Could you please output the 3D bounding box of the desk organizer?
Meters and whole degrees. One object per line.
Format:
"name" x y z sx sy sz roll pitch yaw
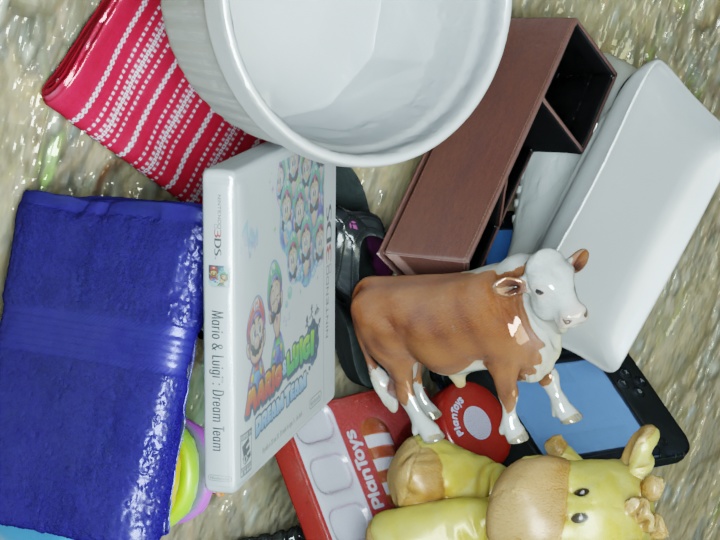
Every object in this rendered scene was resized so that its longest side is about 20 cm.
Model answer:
"desk organizer" 0.096 -0.074 1.244 0.072 0.076 0.201 44 63 -42

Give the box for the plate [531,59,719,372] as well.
"plate" 0.184 -0.036 1.294 0.201 0.032 0.199 -63 150 2

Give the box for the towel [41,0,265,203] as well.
"towel" -0.093 -0.118 1.147 0.200 0.022 0.145 36 86 -43

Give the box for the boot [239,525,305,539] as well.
"boot" -0.011 0.240 1.332 0.210 0.079 0.159 -30 126 -25

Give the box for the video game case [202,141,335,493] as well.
"video game case" -0.051 0.015 1.096 0.200 0.023 0.184 -37 130 -70

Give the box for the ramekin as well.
"ramekin" -0.020 -0.162 1.042 0.198 0.105 0.203 -5 99 -34

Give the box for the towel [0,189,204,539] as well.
"towel" -0.153 0.056 1.064 0.049 0.146 0.202 24 75 -57

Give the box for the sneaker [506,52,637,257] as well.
"sneaker" 0.146 -0.062 1.326 0.201 0.080 0.076 -61 151 -2

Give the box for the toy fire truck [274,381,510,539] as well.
"toy fire truck" 0.027 0.174 1.259 0.167 0.112 0.202 -9 73 -42

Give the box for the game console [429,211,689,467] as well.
"game console" 0.162 0.055 1.371 0.198 0.171 0.119 -5 139 -37

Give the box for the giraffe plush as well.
"giraffe plush" 0.118 0.170 1.152 0.198 0.162 0.175 -7 78 -22

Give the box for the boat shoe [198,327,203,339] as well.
"boat shoe" -0.086 0.018 1.180 0.065 0.075 0.199 -20 161 14

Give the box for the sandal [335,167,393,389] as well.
"sandal" 0.001 0.000 1.246 0.076 0.048 0.201 -52 137 -29

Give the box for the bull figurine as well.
"bull figurine" 0.076 0.045 1.158 0.065 0.199 0.123 -25 107 -42

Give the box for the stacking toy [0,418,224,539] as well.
"stacking toy" -0.137 0.130 1.182 0.199 0.109 0.117 7 102 -52
